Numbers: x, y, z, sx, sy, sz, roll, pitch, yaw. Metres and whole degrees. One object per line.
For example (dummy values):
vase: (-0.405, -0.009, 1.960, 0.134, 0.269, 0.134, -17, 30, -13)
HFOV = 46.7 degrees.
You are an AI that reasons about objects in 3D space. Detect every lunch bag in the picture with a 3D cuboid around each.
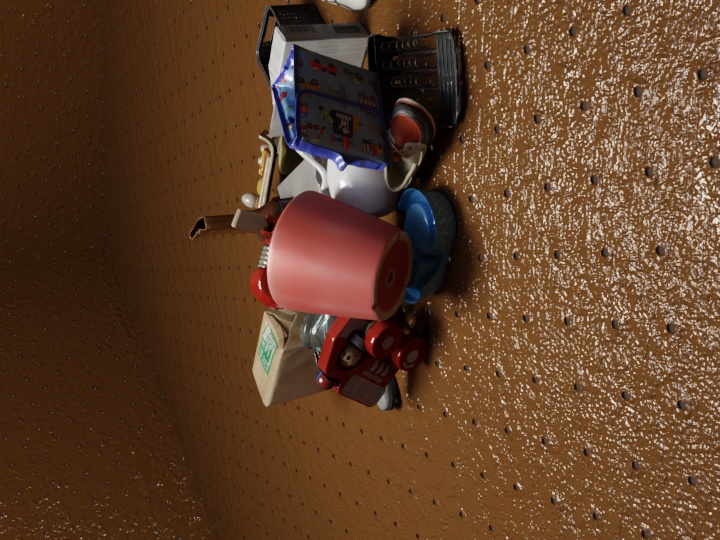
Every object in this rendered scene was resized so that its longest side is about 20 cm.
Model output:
lunch bag: (-0.043, -0.223, 1.252, 0.094, 0.149, 0.202, -53, 36, 41)

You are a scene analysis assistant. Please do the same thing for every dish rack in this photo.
dish rack: (0.083, -0.289, 1.278, 0.199, 0.054, 0.156, 19, 119, 59)

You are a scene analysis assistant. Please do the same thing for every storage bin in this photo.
storage bin: (-0.114, -0.393, 1.585, 0.202, 0.093, 0.136, 65, 151, 27)

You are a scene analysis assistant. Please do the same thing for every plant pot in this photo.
plant pot: (-0.024, -0.012, 1.316, 0.175, 0.200, 0.203, 16, 120, 24)

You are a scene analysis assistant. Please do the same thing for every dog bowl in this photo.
dog bowl: (0.100, -0.042, 1.349, 0.112, 0.049, 0.202, 53, 145, 41)

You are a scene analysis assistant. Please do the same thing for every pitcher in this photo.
pitcher: (-0.026, -0.183, 1.416, 0.121, 0.169, 0.203, 22, -125, -82)

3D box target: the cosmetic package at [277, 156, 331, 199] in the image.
cosmetic package: (-0.086, -0.153, 1.637, 0.199, 0.089, 0.108, -25, 79, 60)

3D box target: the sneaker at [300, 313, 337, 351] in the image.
sneaker: (-0.044, 0.052, 1.477, 0.079, 0.075, 0.203, 22, 107, 31)

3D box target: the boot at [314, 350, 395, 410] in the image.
boot: (-0.019, 0.184, 1.586, 0.070, 0.130, 0.202, -51, 55, 56)

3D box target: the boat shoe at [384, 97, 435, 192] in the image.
boat shoe: (0.067, -0.188, 1.270, 0.071, 0.063, 0.200, 31, 162, 10)

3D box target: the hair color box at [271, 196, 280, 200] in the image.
hair color box: (-0.150, -0.051, 1.829, 0.202, 0.063, 0.111, 67, 151, 20)

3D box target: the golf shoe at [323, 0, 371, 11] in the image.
golf shoe: (-0.051, -0.484, 1.421, 0.200, 0.093, 0.079, 33, 128, 53)

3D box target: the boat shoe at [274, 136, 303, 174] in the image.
boat shoe: (-0.146, -0.284, 1.714, 0.065, 0.072, 0.201, 57, 147, 27)

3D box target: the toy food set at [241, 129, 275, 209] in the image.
toy food set: (-0.224, -0.200, 1.815, 0.144, 0.060, 0.203, -96, 17, -77)

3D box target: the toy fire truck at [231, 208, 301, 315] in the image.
toy fire truck: (-0.165, -0.029, 1.562, 0.128, 0.198, 0.178, -12, 58, 68)

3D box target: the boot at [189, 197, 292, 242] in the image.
boot: (-0.241, -0.080, 1.663, 0.188, 0.198, 0.069, -19, 87, 65)

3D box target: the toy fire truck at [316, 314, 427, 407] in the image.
toy fire truck: (0.007, 0.147, 1.435, 0.112, 0.199, 0.169, 39, 96, 42)

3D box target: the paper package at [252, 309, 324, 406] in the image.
paper package: (-0.114, 0.165, 1.703, 0.104, 0.189, 0.201, 58, 146, 32)

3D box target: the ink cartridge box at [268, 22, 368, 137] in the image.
ink cartridge box: (-0.084, -0.335, 1.468, 0.057, 0.161, 0.201, 63, 150, 30)
